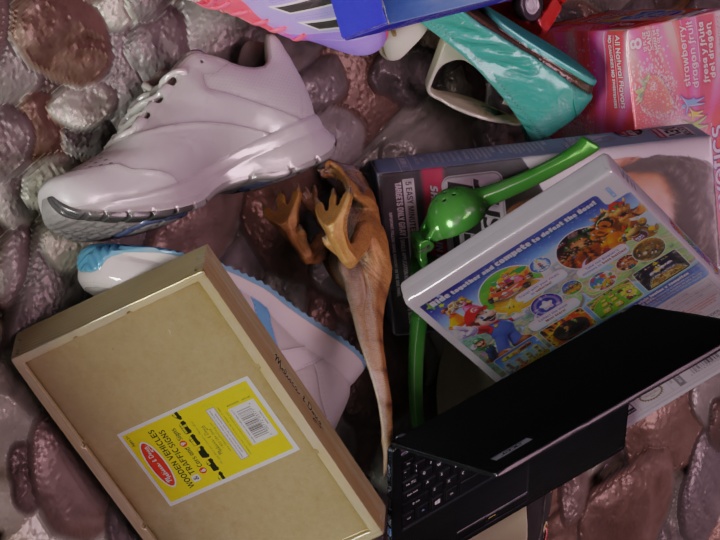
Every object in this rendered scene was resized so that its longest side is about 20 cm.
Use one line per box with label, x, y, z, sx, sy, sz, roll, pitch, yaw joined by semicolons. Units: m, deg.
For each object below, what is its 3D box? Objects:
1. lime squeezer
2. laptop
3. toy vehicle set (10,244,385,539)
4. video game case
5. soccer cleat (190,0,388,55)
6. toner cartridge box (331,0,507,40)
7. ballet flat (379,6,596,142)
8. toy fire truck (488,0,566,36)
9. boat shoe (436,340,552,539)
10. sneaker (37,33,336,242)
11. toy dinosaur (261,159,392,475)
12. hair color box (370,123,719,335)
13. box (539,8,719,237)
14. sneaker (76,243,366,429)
lime squeezer;0.057;-0.004;1.586;0.071;0.038;0.200;25;98;-39
laptop;0.113;0.105;1.528;0.177;0.103;0.200;-27;143;-22
toy vehicle set;-0.087;0.090;1.501;0.200;0.124;0.027;57;20;-27
video game case;0.135;0.024;1.582;0.200;0.143;0.018;41;24;-43
soccer cleat;-0.068;-0.168;1.534;0.200;0.067;0.077;36;76;-34
toner cartridge box;0.061;-0.199;1.573;0.200;0.043;0.095;-19;94;-40
ballet flat;0.051;-0.141;1.629;0.200;0.067;0.070;36;99;-20
toy fire truck;0.077;-0.254;1.659;0.200;0.049;0.141;47;63;-33
boat shoe;0.085;0.100;1.687;0.063;0.073;0.202;52;42;-71
sneaker;-0.105;-0.072;1.515;0.200;0.074;0.087;-25;96;-43
toy dinosaur;0.000;0.000;1.540;0.106;0.060;0.200;40;34;-43
hair color box;0.111;-0.025;1.628;0.199;0.061;0.099;-7;100;-3
box;0.175;-0.061;1.722;0.094;0.102;0.201;-15;103;-39
sneaker;-0.081;0.046;1.528;0.200;0.076;0.081;32;73;-35
